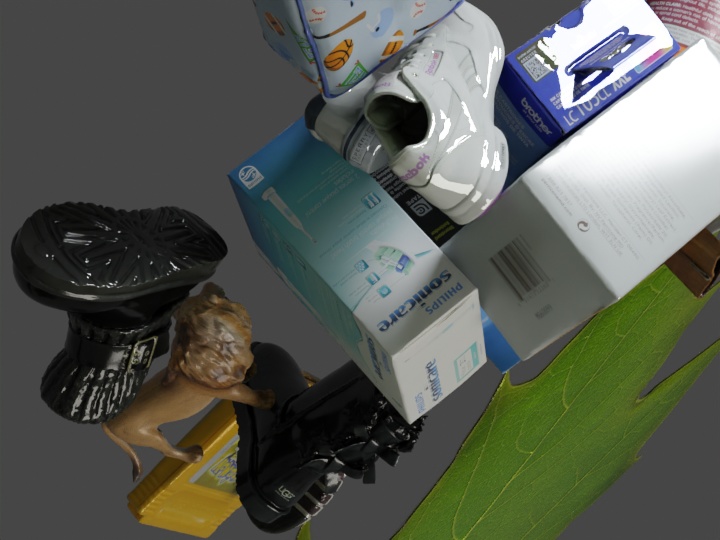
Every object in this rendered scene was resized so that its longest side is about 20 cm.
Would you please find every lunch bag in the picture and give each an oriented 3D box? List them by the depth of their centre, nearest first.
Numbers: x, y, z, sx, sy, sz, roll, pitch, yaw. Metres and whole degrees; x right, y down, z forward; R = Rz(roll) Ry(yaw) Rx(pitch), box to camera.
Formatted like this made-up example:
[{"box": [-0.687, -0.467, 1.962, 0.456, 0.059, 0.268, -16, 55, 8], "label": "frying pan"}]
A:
[{"box": [0.004, -0.211, 1.112, 0.160, 0.076, 0.200, -40, 157, -11], "label": "lunch bag"}]

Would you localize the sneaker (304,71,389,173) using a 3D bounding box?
[{"box": [0.018, -0.127, 1.293, 0.073, 0.071, 0.200, -57, 171, 19], "label": "sneaker"}]

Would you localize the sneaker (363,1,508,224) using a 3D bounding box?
[{"box": [0.049, -0.130, 1.189, 0.099, 0.201, 0.075, 25, 131, -31], "label": "sneaker"}]

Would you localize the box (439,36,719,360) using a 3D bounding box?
[{"box": [0.181, -0.050, 1.235, 0.200, 0.107, 0.152, -37, 176, -27], "label": "box"}]

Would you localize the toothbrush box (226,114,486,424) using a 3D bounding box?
[{"box": [0.000, 0.000, 1.311, 0.085, 0.200, 0.147, -37, 156, -10], "label": "toothbrush box"}]

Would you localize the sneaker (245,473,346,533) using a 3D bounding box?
[{"box": [-0.020, 0.177, 1.680, 0.200, 0.076, 0.115, -48, 160, 13], "label": "sneaker"}]

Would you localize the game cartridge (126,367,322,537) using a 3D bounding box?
[{"box": [-0.117, 0.172, 1.641, 0.200, 0.032, 0.176, -46, 157, 4], "label": "game cartridge"}]

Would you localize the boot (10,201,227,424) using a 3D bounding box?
[{"box": [-0.194, 0.037, 1.216, 0.158, 0.079, 0.211, -52, 156, 22], "label": "boot"}]

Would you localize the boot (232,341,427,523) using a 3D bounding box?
[{"box": [-0.029, 0.105, 1.437, 0.162, 0.199, 0.073, -34, 125, 24], "label": "boot"}]

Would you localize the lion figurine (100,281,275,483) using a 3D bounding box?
[{"box": [-0.153, 0.100, 1.406, 0.200, 0.073, 0.122, -43, 141, 15], "label": "lion figurine"}]

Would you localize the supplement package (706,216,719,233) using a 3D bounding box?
[{"box": [0.348, -0.139, 1.620, 0.150, 0.152, 0.200, -36, 178, -14], "label": "supplement package"}]

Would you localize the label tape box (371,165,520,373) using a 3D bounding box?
[{"box": [0.107, -0.038, 1.416, 0.144, 0.200, 0.063, -35, 156, -17], "label": "label tape box"}]

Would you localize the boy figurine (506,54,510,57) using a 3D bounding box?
[{"box": [0.213, -0.193, 1.492, 0.199, 0.064, 0.125, -32, 130, -31], "label": "boy figurine"}]

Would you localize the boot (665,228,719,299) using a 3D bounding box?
[{"box": [0.258, -0.074, 1.598, 0.068, 0.200, 0.189, -35, 156, -15], "label": "boot"}]

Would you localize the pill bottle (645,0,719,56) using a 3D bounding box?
[{"box": [0.295, -0.225, 1.434, 0.201, 0.114, 0.114, -63, 161, -14], "label": "pill bottle"}]

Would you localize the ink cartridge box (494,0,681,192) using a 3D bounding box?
[{"box": [0.148, -0.136, 1.300, 0.136, 0.076, 0.200, -36, 175, -27], "label": "ink cartridge box"}]
